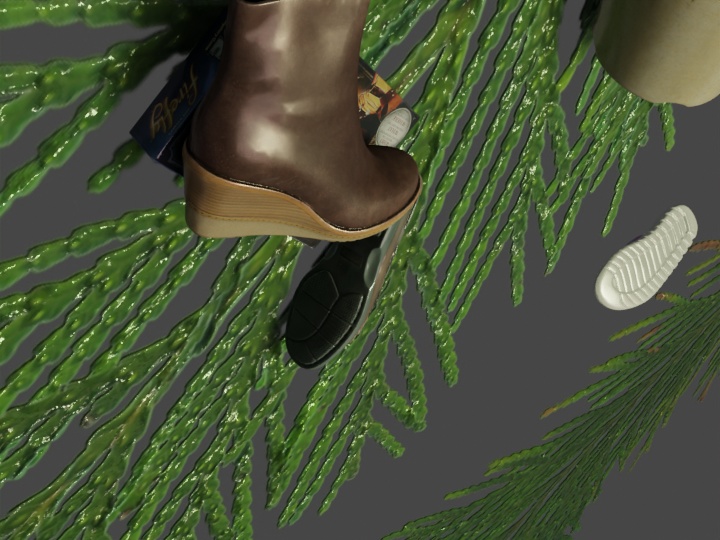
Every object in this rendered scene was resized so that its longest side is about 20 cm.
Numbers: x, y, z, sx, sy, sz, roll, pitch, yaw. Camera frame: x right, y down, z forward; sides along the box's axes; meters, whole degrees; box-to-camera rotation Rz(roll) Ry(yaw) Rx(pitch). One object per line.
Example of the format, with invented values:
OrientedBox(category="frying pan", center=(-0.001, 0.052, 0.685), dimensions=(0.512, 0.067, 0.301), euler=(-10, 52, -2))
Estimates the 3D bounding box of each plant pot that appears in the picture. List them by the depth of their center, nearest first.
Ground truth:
OrientedBox(category="plant pot", center=(0.282, -0.245, 0.762), dimensions=(0.199, 0.201, 0.184), euler=(-30, 158, -25))

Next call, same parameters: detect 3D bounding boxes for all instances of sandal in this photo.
OrientedBox(category="sandal", center=(0.391, -0.014, 1.277), dimensions=(0.202, 0.083, 0.050), euler=(-36, -168, -20))

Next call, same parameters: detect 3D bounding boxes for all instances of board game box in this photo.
OrientedBox(category="board game box", center=(-0.049, -0.102, 0.647), dimensions=(0.136, 0.035, 0.199), euler=(-50, 149, 7))

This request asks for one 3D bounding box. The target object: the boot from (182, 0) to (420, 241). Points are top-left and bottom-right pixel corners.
OrientedBox(category="boot", center=(-0.015, -0.100, 0.584), dimensions=(0.198, 0.072, 0.168), euler=(-12, 138, -38))

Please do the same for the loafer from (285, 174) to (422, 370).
OrientedBox(category="loafer", center=(0.000, 0.000, 0.799), dimensions=(0.063, 0.072, 0.202), euler=(-10, 132, -53))
